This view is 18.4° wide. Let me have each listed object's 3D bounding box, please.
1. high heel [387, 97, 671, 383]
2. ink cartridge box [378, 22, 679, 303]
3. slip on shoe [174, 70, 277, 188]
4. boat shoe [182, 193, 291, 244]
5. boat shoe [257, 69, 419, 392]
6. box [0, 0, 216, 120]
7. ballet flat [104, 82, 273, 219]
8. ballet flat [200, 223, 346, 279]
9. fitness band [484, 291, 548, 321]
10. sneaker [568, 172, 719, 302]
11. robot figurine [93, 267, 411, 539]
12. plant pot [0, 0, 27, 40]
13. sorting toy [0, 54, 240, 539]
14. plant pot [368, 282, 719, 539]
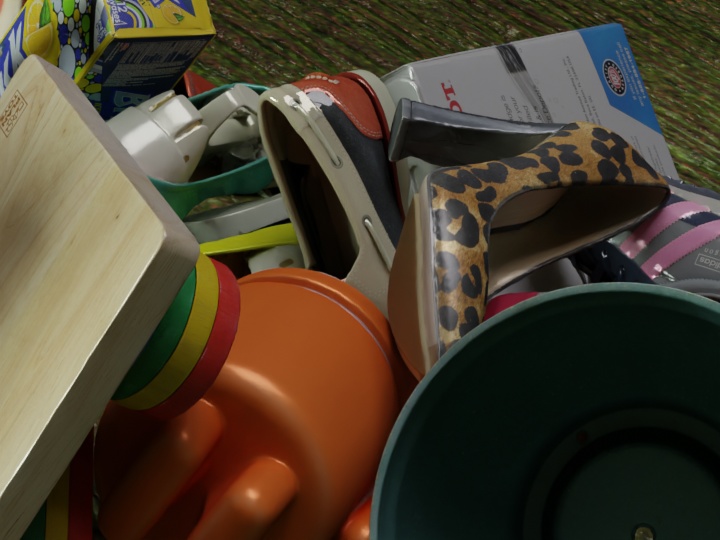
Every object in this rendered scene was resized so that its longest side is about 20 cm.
[{"bbox_3d":[0.086,-0.005,1.026,0.142,0.072,0.201,11,41,-10],"label":"high heel"},{"bbox_3d":[0.087,-0.050,1.258,0.084,0.145,0.199,-24,-6,43],"label":"ink cartridge box"},{"bbox_3d":[-0.101,-0.090,1.358,0.199,0.062,0.074,4,25,-23],"label":"slip on shoe"},{"bbox_3d":[-0.026,-0.017,1.251,0.071,0.061,0.201,-8,6,39],"label":"boat shoe"},{"bbox_3d":[0.000,0.000,1.101,0.062,0.201,0.071,-16,1,-43],"label":"boat shoe"},{"bbox_3d":[-0.153,-0.104,1.197,0.064,0.200,0.070,-4,66,-34],"label":"box"},{"bbox_3d":[-0.096,-0.066,1.159,0.067,0.071,0.200,41,27,14],"label":"ballet flat"},{"bbox_3d":[-0.072,0.017,1.130,0.199,0.067,0.067,-6,14,-18],"label":"ballet flat"},{"bbox_3d":[0.135,0.057,1.085,0.143,0.038,0.200,29,-12,-23],"label":"fitness band"},{"bbox_3d":[0.148,0.001,1.116,0.199,0.070,0.082,16,61,38],"label":"sneaker"},{"bbox_3d":[-0.046,0.067,0.992,0.143,0.117,0.200,4,21,18],"label":"robot figurine"},{"bbox_3d":[-0.245,-0.226,1.433,0.199,0.201,0.178,18,34,8],"label":"plant pot"},{"bbox_3d":[-0.137,0.040,0.927,0.069,0.201,0.199,28,11,-33],"label":"sorting toy"},{"bbox_3d":[0.114,0.111,0.931,0.199,0.201,0.134,20,-1,13],"label":"plant pot"}]
